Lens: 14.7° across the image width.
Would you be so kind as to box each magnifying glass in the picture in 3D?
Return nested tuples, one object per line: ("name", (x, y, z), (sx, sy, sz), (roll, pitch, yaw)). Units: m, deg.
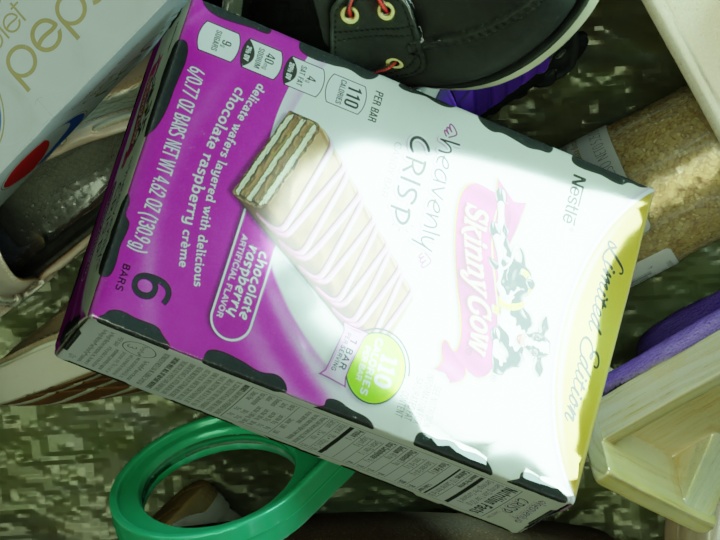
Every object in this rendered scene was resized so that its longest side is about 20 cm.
("magnifying glass", (-0.007, 0.063, 1.109), (0.199, 0.080, 0.023), (-27, 123, -18))

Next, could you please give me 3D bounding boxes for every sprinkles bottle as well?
("sprinkles bottle", (0.074, -0.010, 1.174), (0.199, 0.068, 0.069), (-27, 98, 8))

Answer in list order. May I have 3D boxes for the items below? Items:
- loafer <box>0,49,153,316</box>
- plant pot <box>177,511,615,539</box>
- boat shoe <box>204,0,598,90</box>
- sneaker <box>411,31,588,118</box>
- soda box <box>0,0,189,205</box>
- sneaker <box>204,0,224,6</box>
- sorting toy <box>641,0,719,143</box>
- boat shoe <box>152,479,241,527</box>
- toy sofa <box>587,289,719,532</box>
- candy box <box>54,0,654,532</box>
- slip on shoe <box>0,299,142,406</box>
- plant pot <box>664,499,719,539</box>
("loafer", (-0.143, -0.026, 1.180), (0.200, 0.063, 0.072), (-37, 126, 9))
("plant pot", (0.022, 0.176, 1.155), (0.199, 0.187, 0.188), (-12, 102, -27))
("boat shoe", (0.007, -0.105, 1.079), (0.200, 0.063, 0.074), (-4, 87, 44))
("sneaker", (0.043, -0.085, 1.160), (0.201, 0.099, 0.070), (-55, 50, 33))
("soda box", (-0.127, -0.091, 1.090), (0.068, 0.064, 0.200), (48, 118, 1))
("sneaker", (-0.101, -0.190, 1.144), (0.112, 0.071, 0.201), (22, 142, 32))
("sorting toy", (0.186, -0.144, 1.034), (0.184, 0.037, 0.201), (-29, 105, 10))
("boat shoe", (-0.114, 0.185, 1.225), (0.069, 0.071, 0.200), (43, 100, -5))
("toy sofa", (0.178, 0.013, 1.120), (0.199, 0.083, 0.098), (-33, 53, 27))
("candy box", (0.000, 0.000, 1.066), (0.199, 0.061, 0.137), (21, 68, -13))
("slip on shoe", (-0.080, 0.006, 1.169), (0.199, 0.076, 0.061), (-25, 72, 39))
("plant pot", (0.232, 0.106, 1.150), (0.092, 0.201, 0.201), (27, 106, -43))
